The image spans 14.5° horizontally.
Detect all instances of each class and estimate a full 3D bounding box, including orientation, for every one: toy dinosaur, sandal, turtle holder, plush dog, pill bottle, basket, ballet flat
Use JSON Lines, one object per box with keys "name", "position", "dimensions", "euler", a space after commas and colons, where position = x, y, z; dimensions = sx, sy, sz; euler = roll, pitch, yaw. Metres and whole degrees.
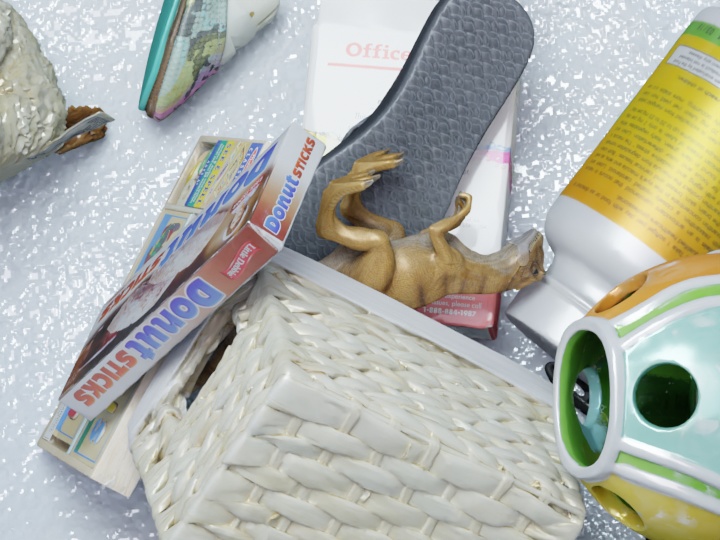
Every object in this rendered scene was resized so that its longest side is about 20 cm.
{"name": "toy dinosaur", "position": [0.000, 0.000, 1.452], "dimensions": [0.199, 0.060, 0.107], "euler": [-12, 106, -4]}
{"name": "sandal", "position": [0.022, -0.060, 1.500], "dimensions": [0.076, 0.043, 0.200], "euler": [39, 89, -13]}
{"name": "turtle holder", "position": [0.162, 0.082, 1.385], "dimensions": [0.131, 0.141, 0.186], "euler": [3, 110, -24]}
{"name": "plush dog", "position": [-0.234, -0.129, 1.555], "dimensions": [0.160, 0.200, 0.172], "euler": [-24, 89, -32]}
{"name": "pill bottle", "position": [0.169, -0.032, 1.515], "dimensions": [0.111, 0.111, 0.200], "euler": [37, 86, 9]}
{"name": "basket", "position": [0.001, 0.099, 1.415], "dimensions": [0.200, 0.123, 0.136], "euler": [26, 111, -23]}
{"name": "ballet flat", "position": [-0.077, -0.179, 1.589], "dimensions": [0.071, 0.069, 0.201], "euler": [9, 81, -13]}

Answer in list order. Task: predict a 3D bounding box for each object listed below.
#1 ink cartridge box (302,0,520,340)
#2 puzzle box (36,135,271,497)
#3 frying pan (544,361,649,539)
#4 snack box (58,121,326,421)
{"name": "ink cartridge box", "position": [0.027, -0.069, 1.556], "dimensions": [0.116, 0.067, 0.201], "euler": [6, 83, 6]}
{"name": "puzzle box", "position": [-0.104, 0.021, 1.523], "dimensions": [0.025, 0.133, 0.200], "euler": [29, 84, -19]}
{"name": "frying pan", "position": [0.191, 0.104, 1.525], "dimensions": [0.115, 0.031, 0.190], "euler": [-17, 61, -20]}
{"name": "snack box", "position": [-0.086, 0.004, 1.412], "dimensions": [0.024, 0.200, 0.072], "euler": [35, 48, -14]}
